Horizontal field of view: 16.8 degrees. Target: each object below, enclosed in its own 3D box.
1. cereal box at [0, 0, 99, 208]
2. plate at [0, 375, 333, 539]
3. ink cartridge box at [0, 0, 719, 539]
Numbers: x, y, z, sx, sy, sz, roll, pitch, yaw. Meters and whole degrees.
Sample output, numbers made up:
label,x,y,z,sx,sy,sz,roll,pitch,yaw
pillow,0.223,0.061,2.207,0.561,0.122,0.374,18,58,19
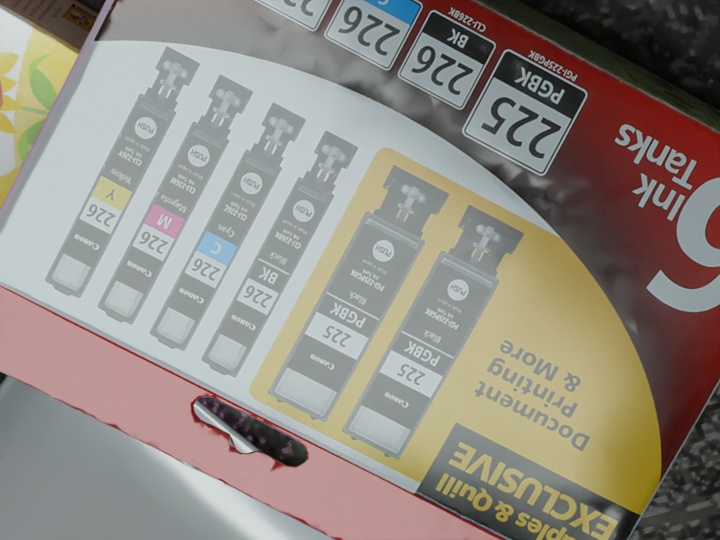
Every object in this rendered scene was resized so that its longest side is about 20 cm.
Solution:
label,x,y,z,sx,sy,sz,roll,pitch,yaw
cereal box,-0.187,-0.060,0.766,0.199,0.040,0.144,31,116,-4
plate,-0.075,0.147,0.786,0.200,0.200,0.032,38,156,-9
ink cartridge box,0.000,0.000,0.702,0.199,0.084,0.176,27,101,-8
